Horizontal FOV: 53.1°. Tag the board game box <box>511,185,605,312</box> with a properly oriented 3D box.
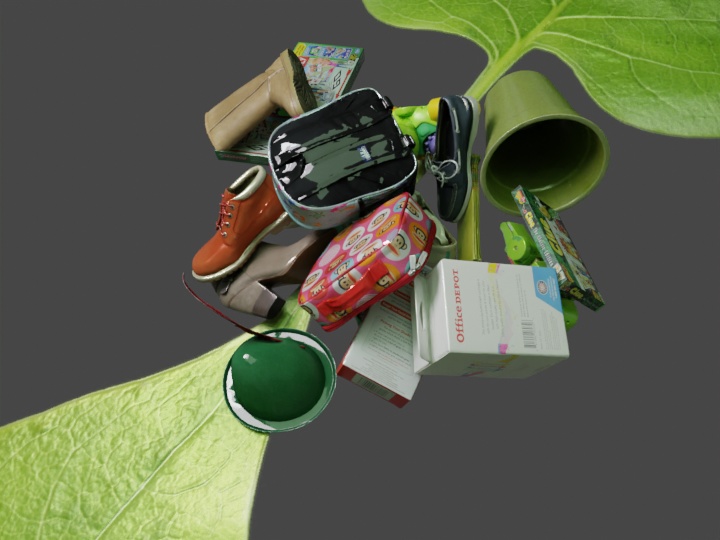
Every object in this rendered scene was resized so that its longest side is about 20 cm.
[{"bbox_3d":[0.294,-0.036,1.078,0.023,0.105,0.201,-43,41,29],"label":"board game box"}]

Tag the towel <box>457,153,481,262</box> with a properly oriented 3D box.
[{"bbox_3d":[0.173,-0.082,1.147,0.018,0.086,0.201,8,60,-6],"label":"towel"}]

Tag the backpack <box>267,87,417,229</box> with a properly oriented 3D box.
[{"bbox_3d":[-0.035,-0.154,1.071,0.199,0.151,0.178,-22,72,-13],"label":"backpack"}]

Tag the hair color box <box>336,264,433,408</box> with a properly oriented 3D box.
[{"bbox_3d":[0.058,0.085,1.058,0.111,0.064,0.200,28,66,0],"label":"hair color box"}]

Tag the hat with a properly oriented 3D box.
[{"bbox_3d":[-0.143,0.120,1.012,0.199,0.176,0.166,0,60,8],"label":"hat"}]

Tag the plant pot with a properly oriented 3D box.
[{"bbox_3d":[0.279,-0.223,1.173,0.199,0.201,0.191,-7,46,3],"label":"plant pot"}]

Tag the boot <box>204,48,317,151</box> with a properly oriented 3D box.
[{"bbox_3d":[-0.173,-0.264,1.233,0.200,0.066,0.176,-32,47,20],"label":"boot"}]

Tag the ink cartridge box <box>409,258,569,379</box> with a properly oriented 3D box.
[{"bbox_3d":[0.159,0.070,0.987,0.199,0.125,0.129,5,67,-16],"label":"ink cartridge box"}]

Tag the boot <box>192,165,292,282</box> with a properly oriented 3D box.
[{"bbox_3d":[-0.198,-0.073,1.107,0.200,0.107,0.075,-44,45,-4],"label":"boot"}]

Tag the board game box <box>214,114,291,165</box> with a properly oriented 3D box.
[{"bbox_3d":[-0.152,-0.252,1.321,0.199,0.029,0.135,8,62,12],"label":"board game box"}]

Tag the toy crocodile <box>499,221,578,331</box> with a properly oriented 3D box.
[{"bbox_3d":[0.270,0.004,1.100,0.067,0.062,0.200,4,47,-41],"label":"toy crocodile"}]

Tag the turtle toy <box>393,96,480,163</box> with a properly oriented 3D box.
[{"bbox_3d":[0.103,-0.227,1.198,0.145,0.102,0.200,0,9,44],"label":"turtle toy"}]

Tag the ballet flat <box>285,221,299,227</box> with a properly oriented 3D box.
[{"bbox_3d":[-0.138,-0.103,1.201,0.199,0.070,0.070,-17,59,-3],"label":"ballet flat"}]

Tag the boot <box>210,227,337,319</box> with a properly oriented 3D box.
[{"bbox_3d":[-0.147,-0.019,1.148,0.146,0.070,0.200,33,77,33],"label":"boot"}]

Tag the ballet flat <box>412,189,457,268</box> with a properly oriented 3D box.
[{"bbox_3d":[0.094,-0.089,1.171,0.069,0.070,0.200,-29,60,-10],"label":"ballet flat"}]

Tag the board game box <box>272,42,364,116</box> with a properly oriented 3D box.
[{"bbox_3d":[-0.083,-0.354,1.342,0.134,0.029,0.201,10,50,12],"label":"board game box"}]

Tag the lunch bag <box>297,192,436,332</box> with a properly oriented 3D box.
[{"bbox_3d":[0.006,-0.006,0.994,0.200,0.082,0.176,-34,18,29],"label":"lunch bag"}]

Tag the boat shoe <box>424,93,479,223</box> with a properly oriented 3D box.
[{"bbox_3d":[0.139,-0.172,1.124,0.062,0.201,0.075,-5,25,-30],"label":"boat shoe"}]

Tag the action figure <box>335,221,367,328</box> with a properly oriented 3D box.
[{"bbox_3d":[0.000,0.000,1.141,0.118,0.055,0.201,-6,63,1],"label":"action figure"}]
